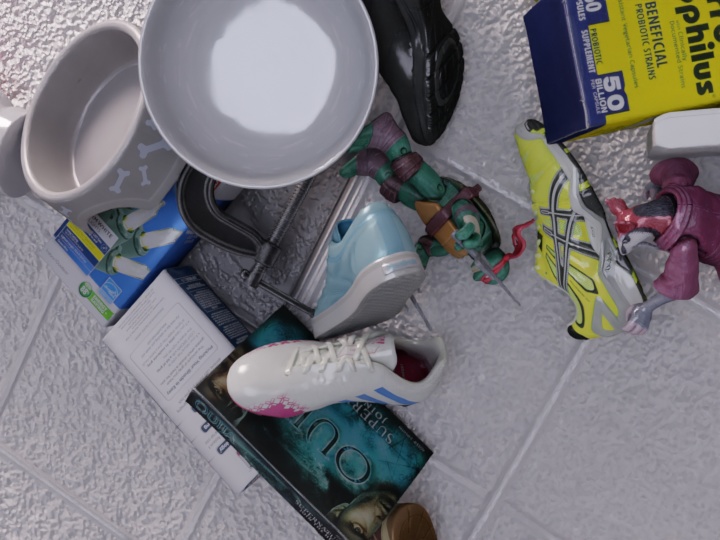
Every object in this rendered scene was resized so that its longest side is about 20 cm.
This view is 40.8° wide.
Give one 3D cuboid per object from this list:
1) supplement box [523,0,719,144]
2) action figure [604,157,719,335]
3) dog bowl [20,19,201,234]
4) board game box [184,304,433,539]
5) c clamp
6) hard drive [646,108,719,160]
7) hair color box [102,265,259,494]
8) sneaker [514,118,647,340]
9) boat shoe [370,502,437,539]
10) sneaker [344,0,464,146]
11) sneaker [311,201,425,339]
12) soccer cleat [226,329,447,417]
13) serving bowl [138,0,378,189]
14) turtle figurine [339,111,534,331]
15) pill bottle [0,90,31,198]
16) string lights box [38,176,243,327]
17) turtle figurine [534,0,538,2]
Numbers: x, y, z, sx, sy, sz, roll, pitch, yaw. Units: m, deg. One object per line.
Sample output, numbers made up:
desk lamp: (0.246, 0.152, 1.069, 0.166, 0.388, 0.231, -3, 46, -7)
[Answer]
supplement box: (0.241, -0.175, 0.746, 0.197, 0.110, 0.111, -12, 92, -5)
action figure: (0.277, -0.025, 0.743, 0.197, 0.148, 0.136, 7, 73, -26)
dog bowl: (-0.235, -0.137, 0.887, 0.198, 0.058, 0.203, -15, 64, 32)
board game box: (-0.042, 0.141, 0.869, 0.200, 0.135, 0.028, 43, 137, 4)
c clamp: (-0.077, -0.080, 0.889, 0.169, 0.027, 0.203, 23, 92, -21)
hard drive: (0.284, -0.103, 0.724, 0.130, 0.200, 0.027, -3, 94, 15)
hair color box: (-0.143, 0.102, 0.932, 0.100, 0.060, 0.200, -45, 82, 14)
sneaker: (0.175, -0.033, 0.827, 0.076, 0.075, 0.202, -27, 86, 15)
boat shoe: (0.042, 0.310, 0.905, 0.071, 0.072, 0.203, -3, 106, 45)
sneaker: (0.034, -0.205, 0.836, 0.090, 0.076, 0.203, 5, 122, 31)
sneaker: (0.000, 0.000, 0.841, 0.073, 0.200, 0.083, -9, 73, -25)
soccer cleat: (-0.016, 0.080, 0.842, 0.197, 0.087, 0.071, 0, 58, -23)
serving bowl: (-0.083, -0.172, 0.815, 0.196, 0.066, 0.204, 0, 99, -1)
turtle figurine: (0.067, -0.038, 0.847, 0.201, 0.100, 0.150, 49, 145, 8)
pill bottle: (-0.416, -0.141, 0.960, 0.197, 0.112, 0.114, 18, 99, 13)
string lights box: (-0.207, -0.054, 0.937, 0.103, 0.059, 0.200, 44, 103, 9)
turtle figurine: (0.183, -0.313, 0.806, 0.161, 0.064, 0.201, -39, 76, 20)
